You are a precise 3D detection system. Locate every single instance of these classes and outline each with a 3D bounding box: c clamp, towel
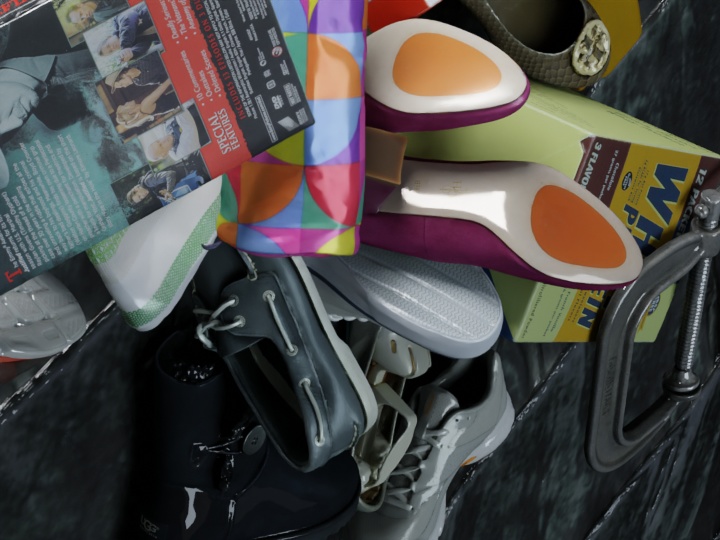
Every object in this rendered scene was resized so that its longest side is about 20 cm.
[{"bbox_3d":[0.206,0.037,1.427,0.171,0.027,0.201,-31,139,-41],"label":"c clamp"},{"bbox_3d":[-0.110,-0.084,1.140,0.150,0.031,0.201,-61,147,-34],"label":"towel"}]

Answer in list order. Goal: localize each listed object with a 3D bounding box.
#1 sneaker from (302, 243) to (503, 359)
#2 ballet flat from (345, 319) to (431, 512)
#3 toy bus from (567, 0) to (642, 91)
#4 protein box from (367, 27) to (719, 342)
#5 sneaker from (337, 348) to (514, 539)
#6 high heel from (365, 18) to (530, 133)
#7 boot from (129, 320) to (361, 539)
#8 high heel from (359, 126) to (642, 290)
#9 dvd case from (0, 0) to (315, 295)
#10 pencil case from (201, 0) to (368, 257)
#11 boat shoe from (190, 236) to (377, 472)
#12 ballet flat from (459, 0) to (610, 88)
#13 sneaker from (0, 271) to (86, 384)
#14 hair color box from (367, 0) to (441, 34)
[{"bbox_3d":[0.000,0.000,1.311,0.073,0.199,0.071,-44,154,-30],"label":"sneaker"},{"bbox_3d":[0.019,0.075,1.520,0.067,0.063,0.201,-11,121,-53],"label":"ballet flat"},{"bbox_3d":[0.143,-0.200,1.490,0.065,0.078,0.200,-49,146,-23],"label":"toy bus"},{"bbox_3d":[0.092,-0.053,1.404,0.200,0.198,0.136,3,111,-58],"label":"protein box"},{"bbox_3d":[0.042,0.132,1.589,0.200,0.075,0.092,-54,154,-31],"label":"sneaker"},{"bbox_3d":[0.014,-0.091,1.263,0.096,0.199,0.068,61,40,-48],"label":"high heel"},{"bbox_3d":[-0.060,0.100,1.404,0.199,0.076,0.169,-17,130,-44],"label":"boot"},{"bbox_3d":[0.062,-0.027,1.266,0.096,0.199,0.068,133,-21,-63],"label":"high heel"},{"bbox_3d":[-0.129,-0.081,1.055,0.199,0.022,0.146,-31,134,-9],"label":"dvd case"},{"bbox_3d":[-0.037,-0.102,1.163,0.088,0.088,0.201,-13,112,-53],"label":"pencil case"},{"bbox_3d":[-0.063,0.029,1.281,0.062,0.073,0.201,-44,109,-35],"label":"boat shoe"},{"bbox_3d":[0.098,-0.180,1.393,0.200,0.046,0.068,37,70,-32],"label":"ballet flat"},{"bbox_3d":[-0.231,0.046,1.135,0.200,0.077,0.082,-17,153,-50],"label":"sneaker"},{"bbox_3d":[0.057,-0.236,1.298,0.200,0.064,0.111,-39,98,-34],"label":"hair color box"}]
